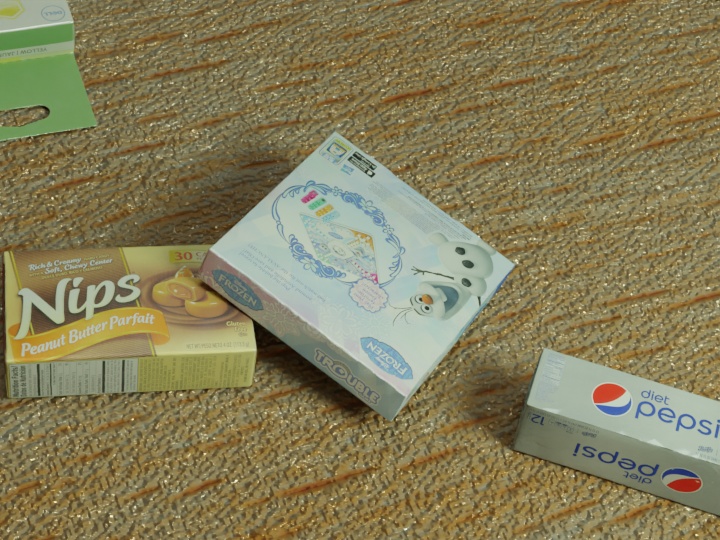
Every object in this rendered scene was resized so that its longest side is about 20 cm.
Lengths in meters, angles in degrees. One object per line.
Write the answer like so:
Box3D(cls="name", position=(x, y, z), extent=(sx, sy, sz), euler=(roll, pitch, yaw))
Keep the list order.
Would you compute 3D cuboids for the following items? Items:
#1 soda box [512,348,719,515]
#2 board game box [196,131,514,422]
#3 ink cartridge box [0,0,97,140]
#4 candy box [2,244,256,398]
Box3D(cls="soda box", position=(0.228, 0.132, 1.325), extent=(0.200, 0.068, 0.063), euler=(17, 51, 7))
Box3D(cls="board game box", position=(0.000, 0.000, 1.384), extent=(0.200, 0.043, 0.199), euler=(37, 46, 7))
Box3D(cls="ink cartridge box", position=(-0.339, -0.208, 1.552), extent=(0.145, 0.048, 0.200), euler=(-11, 50, -17))
Box3D(cls="candy box", position=(-0.191, 0.040, 1.353), extent=(0.200, 0.055, 0.116), euler=(-3, 50, -10))
